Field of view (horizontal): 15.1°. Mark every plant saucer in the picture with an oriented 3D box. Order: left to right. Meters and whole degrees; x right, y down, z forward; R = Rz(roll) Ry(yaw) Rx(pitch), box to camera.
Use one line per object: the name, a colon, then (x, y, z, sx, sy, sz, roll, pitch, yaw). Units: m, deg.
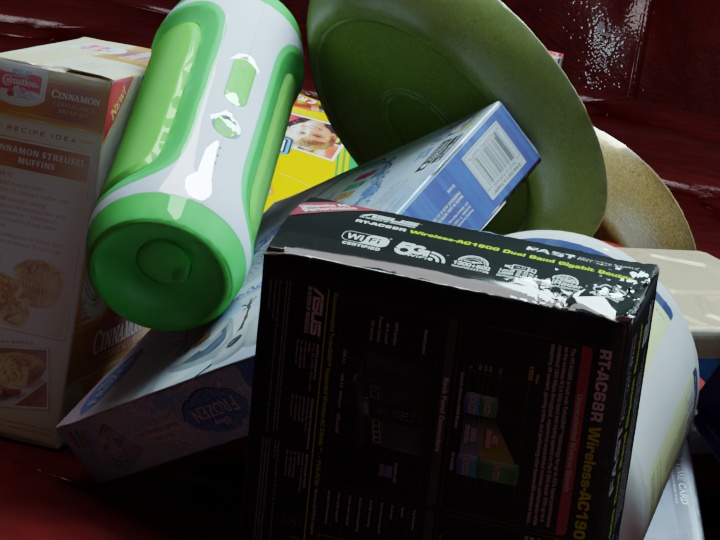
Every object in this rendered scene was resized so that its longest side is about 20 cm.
plant saucer: (0.041, -0.079, 1.415, 0.200, 0.200, 0.031, 19, 53, 42)
plant saucer: (0.112, 0.000, 1.694, 0.200, 0.200, 0.035, 14, 32, 22)

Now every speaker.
speaker: (-0.082, -0.061, 1.388, 0.088, 0.088, 0.200, 10, 42, 3)

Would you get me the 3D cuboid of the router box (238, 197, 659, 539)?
router box: (0.032, 0.080, 1.112, 0.150, 0.200, 0.062, 12, 26, 13)

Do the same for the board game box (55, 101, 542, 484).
board game box: (-0.031, 0.013, 1.358, 0.199, 0.043, 0.200, -20, 22, 51)

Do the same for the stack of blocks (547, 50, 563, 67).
stack of blocks: (0.090, -0.057, 1.916, 0.059, 0.200, 0.115, 13, 11, 6)

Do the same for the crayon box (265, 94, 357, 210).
crayon box: (-0.092, -0.068, 1.743, 0.200, 0.058, 0.173, 21, 29, 23)

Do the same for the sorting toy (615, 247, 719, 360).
sorting toy: (0.162, 0.023, 1.477, 0.185, 0.036, 0.200, 2, 13, -32)

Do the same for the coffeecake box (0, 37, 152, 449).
coffeecake box: (-0.158, -0.020, 1.491, 0.073, 0.200, 0.154, 12, 11, 11)

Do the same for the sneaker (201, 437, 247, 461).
sneaker: (-0.006, 0.054, 1.462, 0.200, 0.073, 0.077, -11, -22, -6)

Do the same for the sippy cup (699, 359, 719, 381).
sippy cup: (0.271, 0.049, 1.745, 0.130, 0.140, 0.178, -10, -11, -35)

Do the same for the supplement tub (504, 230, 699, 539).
supplement tub: (0.070, 0.080, 1.250, 0.145, 0.145, 0.200, 12, 25, 13)

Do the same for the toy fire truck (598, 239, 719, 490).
toy fire truck: (0.123, 0.070, 1.567, 0.200, 0.112, 0.168, 1, 32, -36)

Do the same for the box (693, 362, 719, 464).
box: (0.281, 0.101, 1.555, 0.200, 0.041, 0.119, 2, 41, -43)

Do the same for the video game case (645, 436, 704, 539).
video game case: (0.073, 0.092, 1.386, 0.200, 0.019, 0.143, 7, 48, -12)
